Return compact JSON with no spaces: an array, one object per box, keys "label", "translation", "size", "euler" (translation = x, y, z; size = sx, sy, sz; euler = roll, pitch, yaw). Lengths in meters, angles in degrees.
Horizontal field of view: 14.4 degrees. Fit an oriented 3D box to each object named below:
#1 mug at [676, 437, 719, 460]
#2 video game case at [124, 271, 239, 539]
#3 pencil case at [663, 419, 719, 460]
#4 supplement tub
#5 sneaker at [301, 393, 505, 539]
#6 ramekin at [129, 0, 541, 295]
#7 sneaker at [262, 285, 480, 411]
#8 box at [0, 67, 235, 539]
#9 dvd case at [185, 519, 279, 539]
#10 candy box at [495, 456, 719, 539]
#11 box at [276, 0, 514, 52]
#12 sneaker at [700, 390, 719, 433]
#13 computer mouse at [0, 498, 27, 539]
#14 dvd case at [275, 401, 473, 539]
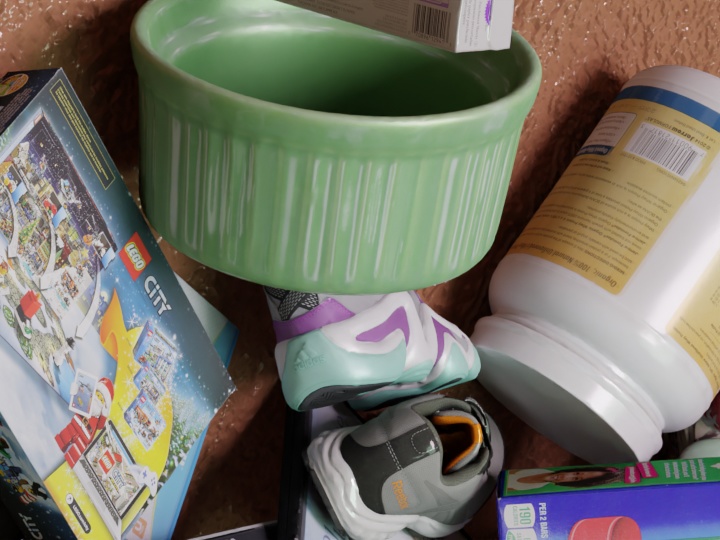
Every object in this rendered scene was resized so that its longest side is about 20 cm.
[{"label":"mug","translation":[0.198,0.198,1.683],"size":[0.147,0.200,0.176],"euler":[-13,133,-53]},{"label":"video game case","translation":[-0.141,0.042,1.400],"size":[0.200,0.018,0.144],"euler":[44,54,-43]},{"label":"pencil case","translation":[0.219,0.156,1.769],"size":[0.089,0.078,0.201],"euler":[-22,121,-50]},{"label":"supplement tub","translation":[0.163,0.000,1.610],"size":[0.200,0.144,0.145],"euler":[-54,133,-13]},{"label":"sneaker","translation":[0.044,0.101,1.527],"size":[0.074,0.079,0.200],"euler":[64,20,7]},{"label":"ramekin","translation":[-0.016,-0.067,1.387],"size":[0.200,0.200,0.098],"euler":[-15,122,-39]},{"label":"sneaker","translation":[0.000,0.000,1.513],"size":[0.200,0.077,0.140],"euler":[12,61,-73]},{"label":"box","translation":[-0.146,0.025,1.347],"size":[0.137,0.038,0.200],"euler":[-54,129,-40]},{"label":"dvd case","translation":[-0.120,0.194,1.417],"size":[0.150,0.025,0.200],"euler":[-52,160,19]},{"label":"candy box","translation":[0.178,0.189,1.538],"size":[0.199,0.077,0.170],"euler":[-5,100,3]},{"label":"box","translation":[-0.011,-0.143,1.354],"size":[0.039,0.200,0.042],"euler":[-8,110,-45]},{"label":"sneaker","translation":[0.228,0.076,1.656],"size":[0.074,0.087,0.200],"euler":[42,34,-20]},{"label":"computer mouse","translation":[-0.158,0.141,1.432],"size":[0.140,0.046,0.201],"euler":[-10,112,-39]},{"label":"dvd case","translation":[0.021,0.159,1.537],"size":[0.200,0.018,0.143],"euler":[48,26,-30]}]
